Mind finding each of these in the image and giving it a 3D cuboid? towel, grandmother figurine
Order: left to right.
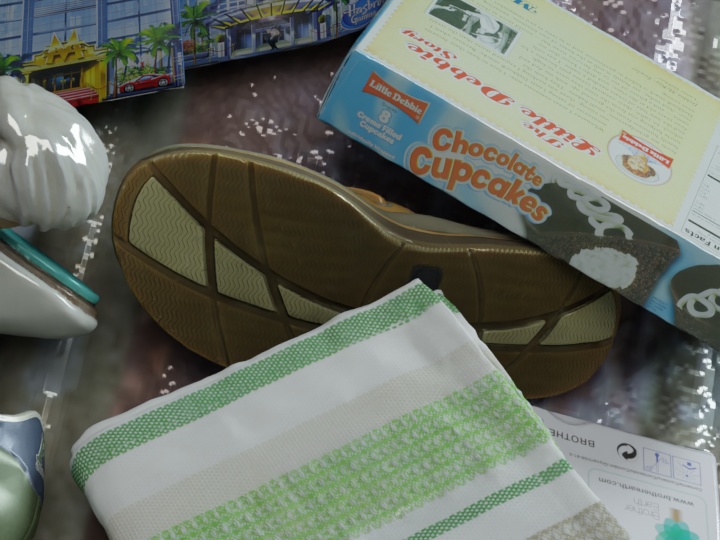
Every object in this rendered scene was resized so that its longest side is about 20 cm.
[{"bbox_3d":[-0.183,-0.032,0.853,0.200,0.061,0.121,-4,64,5],"label":"grandmother figurine"},{"bbox_3d":[0.007,0.098,0.834,0.149,0.031,0.200,-24,48,-13],"label":"towel"}]

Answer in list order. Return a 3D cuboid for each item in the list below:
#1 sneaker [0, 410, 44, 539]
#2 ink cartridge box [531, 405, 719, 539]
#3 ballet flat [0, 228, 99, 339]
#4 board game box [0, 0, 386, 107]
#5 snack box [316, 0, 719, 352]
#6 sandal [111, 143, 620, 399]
[{"bbox_3d":[-0.201,0.051,0.876,0.200,0.067,0.090,22,49,3],"label":"sneaker"},{"bbox_3d":[0.066,0.130,0.865,0.119,0.042,0.200,16,40,-12],"label":"ink cartridge box"},{"bbox_3d":[-0.184,-0.022,0.912,0.200,0.069,0.069,37,65,10],"label":"ballet flat"},{"bbox_3d":[-0.080,-0.166,0.918,0.200,0.200,0.062,-12,33,-17],"label":"board game box"},{"bbox_3d":[0.092,-0.044,0.960,0.200,0.037,0.116,31,33,2],"label":"snack box"},{"bbox_3d":[0.000,0.000,0.936,0.200,0.080,0.054,11,21,-23],"label":"sandal"}]
